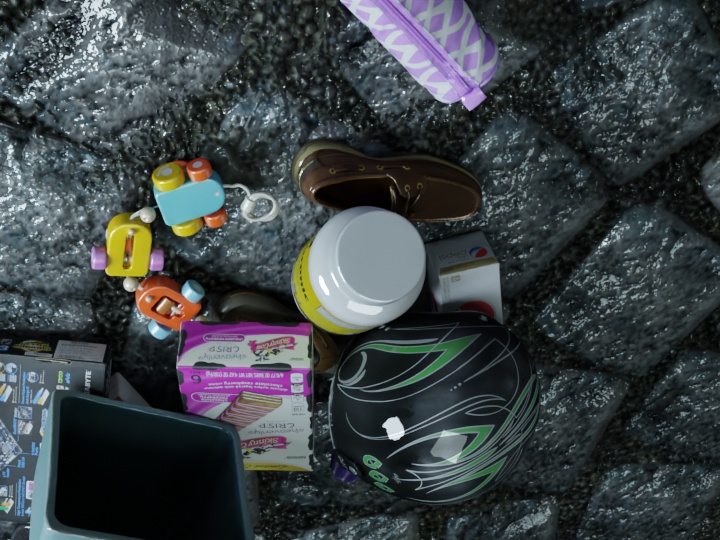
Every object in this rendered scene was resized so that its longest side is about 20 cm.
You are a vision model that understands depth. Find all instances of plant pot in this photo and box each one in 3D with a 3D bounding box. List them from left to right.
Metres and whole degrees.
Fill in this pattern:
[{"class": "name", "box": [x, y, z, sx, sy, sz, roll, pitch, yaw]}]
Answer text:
[{"class": "plant pot", "box": [-0.234, 0.269, 1.125, 0.194, 0.197, 0.201, 16, 117, -21]}]

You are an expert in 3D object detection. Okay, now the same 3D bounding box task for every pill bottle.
[{"class": "pill bottle", "box": [0.000, 0.000, 1.096, 0.110, 0.200, 0.112, 2, 82, -11]}]

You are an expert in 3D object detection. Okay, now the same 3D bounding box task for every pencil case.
[{"class": "pencil case", "box": [0.041, -0.233, 1.022, 0.084, 0.086, 0.200, -41, 125, 18]}]

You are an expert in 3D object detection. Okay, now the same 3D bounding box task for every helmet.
[{"class": "helmet", "box": [0.084, 0.138, 1.169, 0.189, 0.201, 0.201, -2, 134, 29]}]

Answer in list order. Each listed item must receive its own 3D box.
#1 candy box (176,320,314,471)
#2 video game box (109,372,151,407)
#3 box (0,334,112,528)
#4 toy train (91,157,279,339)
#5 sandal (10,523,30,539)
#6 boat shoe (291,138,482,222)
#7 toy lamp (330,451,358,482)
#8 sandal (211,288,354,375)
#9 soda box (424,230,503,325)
[{"class": "candy box", "box": [-0.116, 0.136, 1.216, 0.135, 0.061, 0.201, 1, 141, 0]}, {"class": "video game box", "box": [-0.286, 0.230, 1.293, 0.181, 0.047, 0.200, -31, 125, 6]}, {"class": "box", "box": [-0.362, 0.164, 1.188, 0.197, 0.050, 0.202, 6, 112, -5]}, {"class": "toy train", "box": [-0.177, -0.030, 1.135, 0.150, 0.056, 0.200, 26, 116, -34]}, {"class": "sandal", "box": [-0.387, 0.335, 1.337, 0.075, 0.045, 0.200, 24, 128, -16]}, {"class": "boat shoe", "box": [0.031, -0.075, 1.142, 0.199, 0.068, 0.072, 8, 122, -20]}, {"class": "toy lamp", "box": [0.022, 0.159, 1.314, 0.058, 0.058, 0.201, 16, 120, -24]}, {"class": "sandal", "box": [-0.063, 0.075, 1.233, 0.199, 0.055, 0.082, 22, 117, -26]}, {"class": "soda box", "box": [0.117, 0.060, 1.263, 0.068, 0.064, 0.201, -13, 126, -5]}]
